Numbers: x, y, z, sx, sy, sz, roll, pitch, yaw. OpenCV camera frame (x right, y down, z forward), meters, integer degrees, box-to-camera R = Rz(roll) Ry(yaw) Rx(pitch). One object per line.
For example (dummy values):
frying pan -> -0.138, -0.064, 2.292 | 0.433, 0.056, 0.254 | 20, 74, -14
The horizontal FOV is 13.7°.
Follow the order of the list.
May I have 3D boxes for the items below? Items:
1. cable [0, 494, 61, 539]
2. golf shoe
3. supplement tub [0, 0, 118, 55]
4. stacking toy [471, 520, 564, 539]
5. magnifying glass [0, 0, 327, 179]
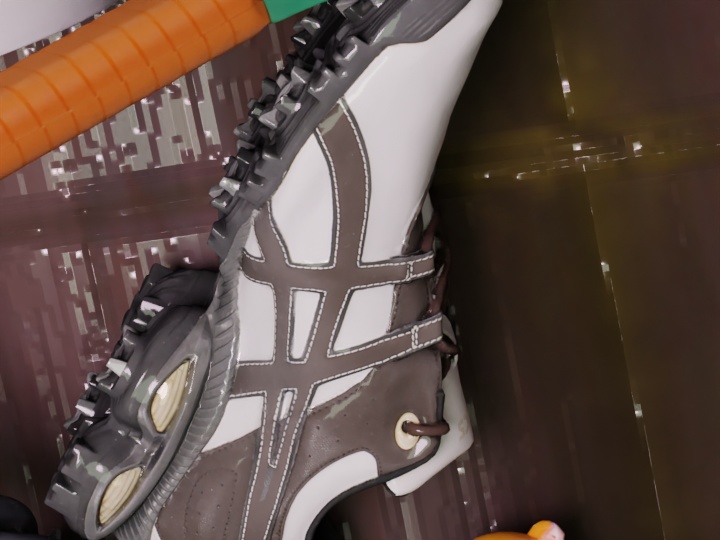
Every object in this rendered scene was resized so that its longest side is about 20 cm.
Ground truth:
cable -> -0.163, 0.109, 0.794 | 0.199, 0.163, 0.051 | -27, 60, 31
golf shoe -> 0.000, 0.000, 0.764 | 0.094, 0.078, 0.200 | 29, 119, -5
supplement tub -> -0.139, -0.145, 0.706 | 0.144, 0.144, 0.201 | -12, 103, 15
stacking toy -> 0.108, 0.122, 0.768 | 0.199, 0.110, 0.117 | 26, 95, 15
magnifying glass -> -0.012, -0.075, 0.694 | 0.200, 0.079, 0.022 | -34, 117, -20
